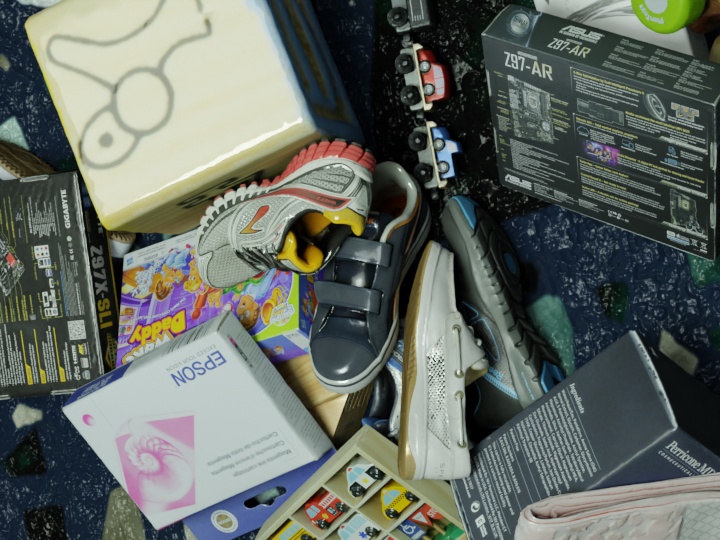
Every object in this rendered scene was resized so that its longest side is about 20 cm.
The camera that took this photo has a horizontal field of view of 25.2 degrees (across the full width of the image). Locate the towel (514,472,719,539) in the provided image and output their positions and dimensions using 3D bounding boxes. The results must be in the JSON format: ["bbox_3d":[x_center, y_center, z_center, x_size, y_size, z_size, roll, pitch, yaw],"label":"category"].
[{"bbox_3d":[0.202,0.239,1.255,0.188,0.032,0.202,-6,134,-11],"label":"towel"}]

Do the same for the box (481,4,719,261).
[{"bbox_3d":[0.193,-0.106,1.240,0.198,0.044,0.161,22,144,30],"label":"box"}]

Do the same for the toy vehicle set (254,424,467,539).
[{"bbox_3d":[0.003,0.220,1.376,0.124,0.027,0.200,36,136,-6],"label":"toy vehicle set"}]

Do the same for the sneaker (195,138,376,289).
[{"bbox_3d":[-0.069,-0.031,1.326,0.199,0.077,0.083,-32,47,39],"label":"sneaker"}]

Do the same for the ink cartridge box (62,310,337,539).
[{"bbox_3d":[-0.131,0.154,1.407,0.195,0.043,0.201,-27,107,31],"label":"ink cartridge box"}]

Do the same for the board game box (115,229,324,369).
[{"bbox_3d":[-0.125,0.026,1.437,0.198,0.045,0.136,-18,56,27],"label":"board game box"}]

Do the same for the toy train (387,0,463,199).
[{"bbox_3d":[0.057,-0.163,1.393,0.045,0.034,0.203,-10,89,11],"label":"toy train"}]

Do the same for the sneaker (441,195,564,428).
[{"bbox_3d":[0.101,0.037,1.366,0.081,0.073,0.202,-23,82,28],"label":"sneaker"}]

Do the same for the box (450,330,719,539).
[{"bbox_3d":[0.195,0.166,1.279,0.200,0.147,0.105,-40,42,22],"label":"box"}]

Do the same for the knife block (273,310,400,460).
[{"bbox_3d":[-0.076,0.087,1.449,0.174,0.064,0.202,24,103,19],"label":"knife block"}]

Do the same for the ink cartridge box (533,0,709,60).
[{"bbox_3d":[0.213,-0.194,1.303,0.115,0.067,0.202,-18,87,24],"label":"ink cartridge box"}]

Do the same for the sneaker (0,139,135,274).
[{"bbox_3d":[-0.314,-0.038,1.540,0.199,0.070,0.109,35,109,19],"label":"sneaker"}]

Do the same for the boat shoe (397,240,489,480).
[{"bbox_3d":[0.070,0.075,1.311,0.068,0.071,0.203,6,69,-3],"label":"boat shoe"}]

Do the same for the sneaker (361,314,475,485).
[{"bbox_3d":[0.043,0.143,1.376,0.077,0.084,0.202,-18,88,60],"label":"sneaker"}]

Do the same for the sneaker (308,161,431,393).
[{"bbox_3d":[0.000,0.000,1.347,0.077,0.080,0.202,6,59,23],"label":"sneaker"}]

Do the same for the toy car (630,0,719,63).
[{"bbox_3d":[0.319,-0.161,1.212,0.157,0.163,0.202,2,115,51],"label":"toy car"}]

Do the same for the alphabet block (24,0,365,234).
[{"bbox_3d":[-0.135,-0.158,1.370,0.198,0.196,0.197,-23,83,12],"label":"alphabet block"}]

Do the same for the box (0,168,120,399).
[{"bbox_3d":[-0.304,0.015,1.479,0.158,0.049,0.203,-6,94,21],"label":"box"}]
